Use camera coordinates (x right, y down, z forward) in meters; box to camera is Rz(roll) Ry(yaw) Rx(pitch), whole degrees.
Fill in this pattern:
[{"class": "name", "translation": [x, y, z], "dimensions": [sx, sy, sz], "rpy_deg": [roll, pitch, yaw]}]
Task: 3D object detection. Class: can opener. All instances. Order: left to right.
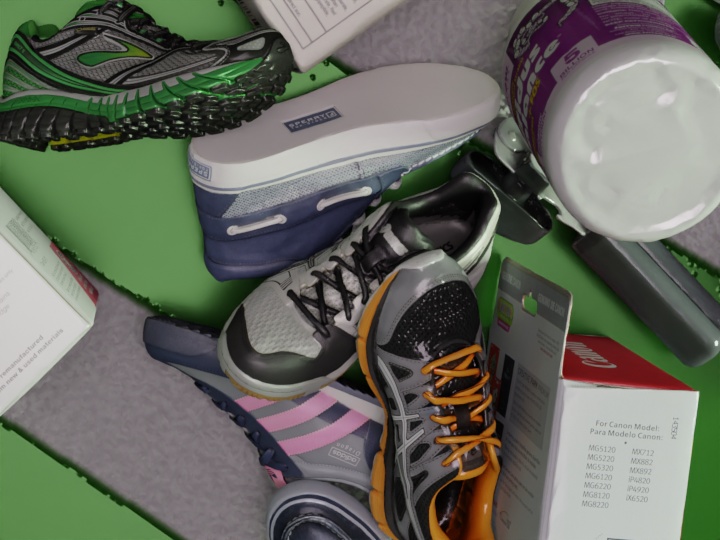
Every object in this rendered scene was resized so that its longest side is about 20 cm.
[{"class": "can opener", "translation": [0.145, -0.016, 1.254], "dimensions": [0.200, 0.053, 0.066], "rpy_deg": [41, 124, -8]}]

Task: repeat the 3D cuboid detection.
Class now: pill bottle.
[{"class": "pill bottle", "translation": [0.141, -0.103, 1.154], "dimensions": [0.111, 0.200, 0.113], "rpy_deg": [-3, 113, -6]}]

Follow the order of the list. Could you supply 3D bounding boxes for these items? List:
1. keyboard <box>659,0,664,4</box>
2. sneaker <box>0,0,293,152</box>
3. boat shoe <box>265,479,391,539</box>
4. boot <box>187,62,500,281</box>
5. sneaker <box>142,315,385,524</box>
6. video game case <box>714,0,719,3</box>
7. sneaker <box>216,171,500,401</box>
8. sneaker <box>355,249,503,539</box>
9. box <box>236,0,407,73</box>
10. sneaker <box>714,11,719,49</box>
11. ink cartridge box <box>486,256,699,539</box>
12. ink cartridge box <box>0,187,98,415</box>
[{"class": "keyboard", "translation": [0.172, -0.237, 1.246], "dimensions": [0.056, 0.011, 0.202], "rpy_deg": [7, 95, -8]}, {"class": "sneaker", "translation": [-0.129, -0.119, 1.152], "dimensions": [0.198, 0.078, 0.086], "rpy_deg": [-3, 85, 28]}, {"class": "boat shoe", "translation": [0.001, 0.225, 1.211], "dimensions": [0.070, 0.091, 0.201], "rpy_deg": [-22, 111, 13]}, {"class": "boot", "translation": [-0.008, -0.060, 1.223], "dimensions": [0.198, 0.073, 0.091], "rpy_deg": [-14, 128, -16]}, {"class": "sneaker", "translation": [-0.049, 0.093, 1.224], "dimensions": [0.199, 0.070, 0.083], "rpy_deg": [24, 91, -7]}, {"class": "video game case", "translation": [0.236, -0.272, 1.241], "dimensions": [0.142, 0.017, 0.201], "rpy_deg": [25, 93, -14]}, {"class": "sneaker", "translation": [0.000, 0.000, 1.176], "dimensions": [0.199, 0.088, 0.076], "rpy_deg": [-32, 71, -32]}, {"class": "sneaker", "translation": [0.049, 0.082, 1.162], "dimensions": [0.078, 0.077, 0.202], "rpy_deg": [-20, 122, -25]}, {"class": "box", "translation": [0.005, -0.223, 1.177], "dimensions": [0.199, 0.109, 0.128], "rpy_deg": [-35, 99, -3]}, {"class": "sneaker", "translation": [0.309, -0.154, 1.247], "dimensions": [0.198, 0.074, 0.086], "rpy_deg": [6, 88, -19]}, {"class": "ink cartridge box", "translation": [0.127, 0.091, 1.179], "dimensions": [0.083, 0.200, 0.178], "rpy_deg": [6, 97, -8]}, {"class": "ink cartridge box", "translation": [-0.245, -0.023, 1.148], "dimensions": [0.083, 0.147, 0.200], "rpy_deg": [-43, 99, 1]}]
